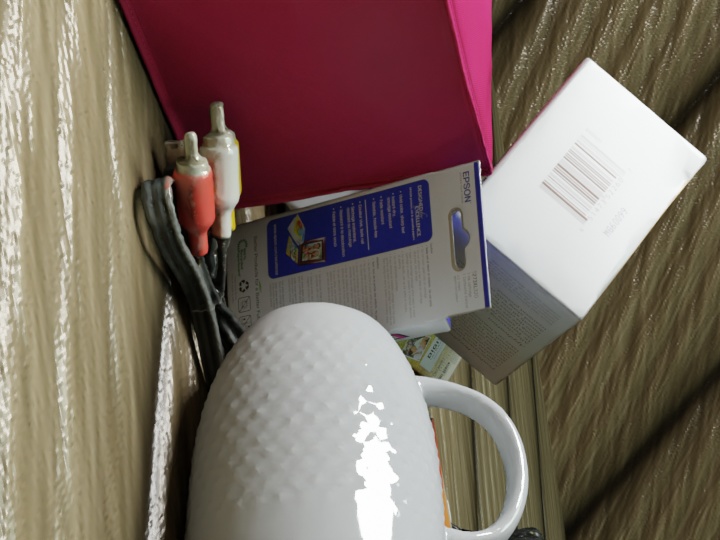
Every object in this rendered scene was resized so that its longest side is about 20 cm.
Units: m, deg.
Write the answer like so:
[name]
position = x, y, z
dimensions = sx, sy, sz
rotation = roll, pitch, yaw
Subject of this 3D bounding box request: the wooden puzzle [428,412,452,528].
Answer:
[wooden puzzle]
position = 0.008, 0.132, 1.118
dimensions = 0.185, 0.037, 0.201
rotation = 33, 30, -39

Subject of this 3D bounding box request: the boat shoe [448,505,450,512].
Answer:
[boat shoe]
position = 0.052, 0.229, 1.453
dimensions = 0.069, 0.070, 0.201
rotation = 62, 22, -56

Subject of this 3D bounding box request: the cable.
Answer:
[cable]
position = -0.086, 0.003, 0.970
dimensions = 0.097, 0.050, 0.201
rotation = -59, 141, -65

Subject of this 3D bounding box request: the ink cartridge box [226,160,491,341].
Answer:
[ink cartridge box]
position = 0.000, 0.000, 1.028
dimensions = 0.037, 0.199, 0.095
rotation = 17, 64, -52

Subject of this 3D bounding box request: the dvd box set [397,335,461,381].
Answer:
[dvd box set]
position = 0.050, -0.003, 1.242
dimensions = 0.147, 0.029, 0.200
rotation = -60, 146, -5

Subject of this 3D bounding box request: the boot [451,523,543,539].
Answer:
[boot]
position = 0.073, 0.216, 1.342
dimensions = 0.079, 0.157, 0.212
rotation = 45, 38, -73

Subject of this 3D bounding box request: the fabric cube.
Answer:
[fabric cube]
position = -0.023, -0.185, 1.033
dimensions = 0.197, 0.199, 0.200
rotation = 73, 15, -44

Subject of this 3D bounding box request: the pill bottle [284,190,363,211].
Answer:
[pill bottle]
position = 0.005, -0.050, 1.291
dimensions = 0.200, 0.112, 0.114
rotation = 50, 34, -64

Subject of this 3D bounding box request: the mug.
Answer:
[mug]
position = -0.001, 0.116, 0.942
dimensions = 0.148, 0.199, 0.176
rotation = 100, -9, -54

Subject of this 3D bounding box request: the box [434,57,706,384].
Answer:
[box]
position = 0.124, -0.027, 1.120
dimensions = 0.152, 0.106, 0.200
rotation = -50, 178, -19
